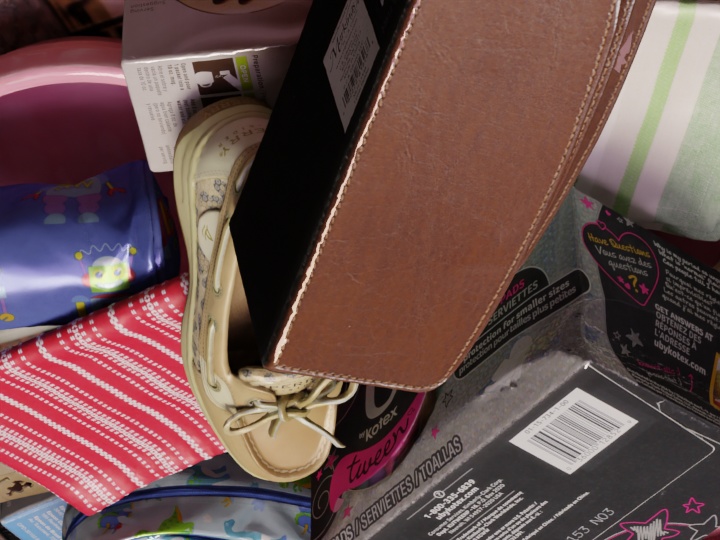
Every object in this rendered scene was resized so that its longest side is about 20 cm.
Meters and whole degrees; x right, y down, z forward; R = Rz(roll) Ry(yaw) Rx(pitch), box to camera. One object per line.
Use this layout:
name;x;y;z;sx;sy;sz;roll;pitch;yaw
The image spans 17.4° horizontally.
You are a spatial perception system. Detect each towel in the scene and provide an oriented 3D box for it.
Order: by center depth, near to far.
towel;0.079;-0.066;1.043;0.198;0.024;0.153;3;142;-6
towel;-0.105;0.062;1.179;0.199;0.023;0.145;-23;142;24

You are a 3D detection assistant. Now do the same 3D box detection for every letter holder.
letter holder;0.049;-0.057;0.937;0.141;0.101;0.201;11;123;-20

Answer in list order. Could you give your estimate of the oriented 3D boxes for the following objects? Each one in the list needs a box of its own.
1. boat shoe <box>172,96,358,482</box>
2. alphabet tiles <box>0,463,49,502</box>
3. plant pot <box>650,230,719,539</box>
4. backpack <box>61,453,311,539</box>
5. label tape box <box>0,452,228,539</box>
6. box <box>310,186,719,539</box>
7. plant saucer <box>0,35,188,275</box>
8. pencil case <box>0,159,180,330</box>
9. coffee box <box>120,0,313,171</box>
boat shoe;-0.043;0.022;1.067;0.073;0.063;0.201;-21;125;-15
alphabet tiles;-0.271;0.095;1.302;0.166;0.008;0.200;-15;149;30
plant pot;0.168;0.055;1.253;0.198;0.201;0.180;-14;123;14
backpack;-0.074;0.173;1.330;0.199;0.154;0.163;27;138;-14
label tape box;-0.096;0.128;1.416;0.199;0.066;0.143;-24;136;19
box;0.082;0.077;1.108;0.132;0.115;0.200;28;129;-26
plant saucer;-0.137;-0.050;1.210;0.199;0.051;0.201;-2;141;-1
pencil case;-0.187;-0.010;1.156;0.198;0.087;0.079;-4;119;1
coffee box;-0.004;-0.120;1.081;0.198;0.114;0.080;-5;141;5
